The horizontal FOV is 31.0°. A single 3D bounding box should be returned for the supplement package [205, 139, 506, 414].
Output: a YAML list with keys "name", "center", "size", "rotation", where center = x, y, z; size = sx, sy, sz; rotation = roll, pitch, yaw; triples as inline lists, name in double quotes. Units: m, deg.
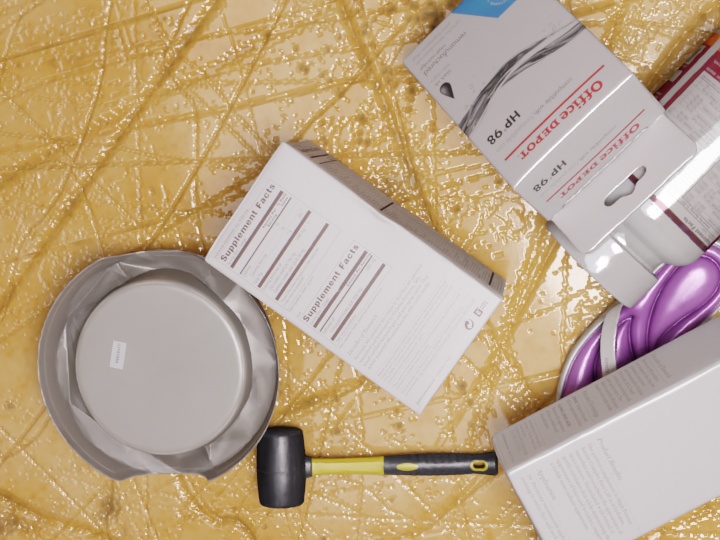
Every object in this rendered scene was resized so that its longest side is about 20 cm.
- name: "supplement package"
  center: [0.000, 0.000, 1.002]
  size: [0.200, 0.114, 0.110]
  rotation: [36, 100, 3]

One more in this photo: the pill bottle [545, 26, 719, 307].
- name: "pill bottle"
  center: [0.238, -0.074, 0.961]
  size: [0.110, 0.110, 0.200]
  rotation: [43, 101, 1]

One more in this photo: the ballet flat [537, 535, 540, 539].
- name: "ballet flat"
  center: [0.175, 0.259, 1.037]
  size: [0.075, 0.064, 0.201]
  rotation: [0, 97, 9]

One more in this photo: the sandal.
- name: "sandal"
  center: [0.218, 0.059, 1.011]
  size: [0.082, 0.050, 0.203]
  rotation: [31, 101, 3]

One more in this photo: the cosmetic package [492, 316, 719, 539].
- name: "cosmetic package"
  center: [0.210, 0.130, 0.968]
  size: [0.199, 0.074, 0.102]
  rotation: [-28, 107, 4]

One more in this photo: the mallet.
- name: "mallet"
  center: [0.011, 0.150, 1.063]
  size: [0.199, 0.041, 0.066]
  rotation: [-9, 94, 4]

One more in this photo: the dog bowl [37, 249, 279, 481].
- name: "dog bowl"
  center: [-0.159, 0.076, 1.062]
  size: [0.199, 0.059, 0.201]
  rotation: [1, 97, 8]

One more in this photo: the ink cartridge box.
- name: "ink cartridge box"
  center: [0.134, -0.122, 0.939]
  size: [0.116, 0.067, 0.200]
  rotation: [-44, 53, 10]
